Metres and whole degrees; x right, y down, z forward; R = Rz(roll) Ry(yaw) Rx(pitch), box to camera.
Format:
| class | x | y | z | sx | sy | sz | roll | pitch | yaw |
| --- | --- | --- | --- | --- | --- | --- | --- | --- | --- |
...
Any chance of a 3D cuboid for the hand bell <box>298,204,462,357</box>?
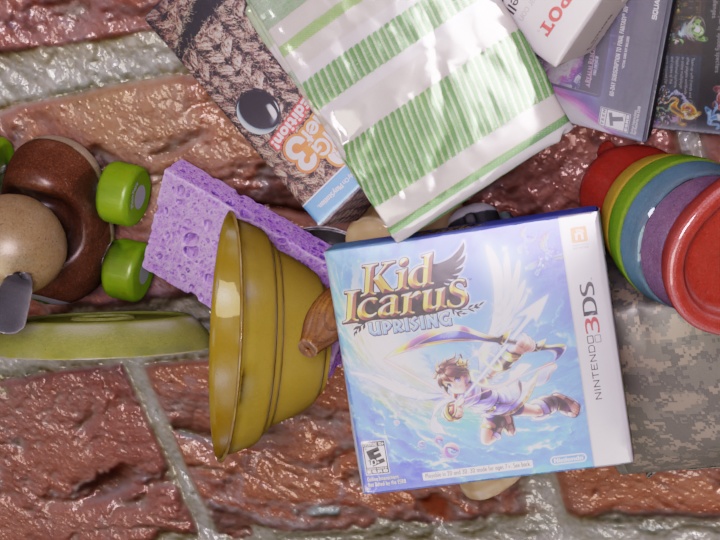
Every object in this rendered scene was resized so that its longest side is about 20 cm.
| class | x | y | z | sx | sy | sz | roll | pitch | yaw |
| --- | --- | --- | --- | --- | --- | --- | --- | --- | --- |
| hand bell | 0.000 | 0.000 | 1.179 | 0.104 | 0.200 | 0.105 | 14 | 129 | 17 |

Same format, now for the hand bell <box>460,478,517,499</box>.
| class | x | y | z | sx | sy | sz | roll | pitch | yaw |
| --- | --- | --- | --- | --- | --- | --- | --- | --- | --- |
| hand bell | 0.053 | 0.092 | 1.259 | 0.200 | 0.104 | 0.104 | 40 | 127 | -20 |

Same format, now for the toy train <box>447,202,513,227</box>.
| class | x | y | z | sx | sy | sz | roll | pitch | yaw |
| --- | --- | --- | --- | --- | --- | --- | --- | --- | --- |
| toy train | 0.117 | 0.042 | 1.182 | 0.085 | 0.114 | 0.201 | -17 | 76 | 8 |

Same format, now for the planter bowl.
| class | x | y | z | sx | sy | sz | roll | pitch | yaw |
| --- | --- | --- | --- | --- | --- | --- | --- | --- | --- |
| planter bowl | -0.070 | 0.054 | 1.215 | 0.083 | 0.201 | 0.201 | 2 | 127 | -12 |

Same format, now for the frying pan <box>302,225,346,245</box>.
| class | x | y | z | sx | sy | sz | roll | pitch | yaw |
| --- | --- | --- | --- | --- | --- | --- | --- | --- | --- |
| frying pan | -0.056 | -0.010 | 1.310 | 0.190 | 0.031 | 0.115 | 41 | 125 | -12 |

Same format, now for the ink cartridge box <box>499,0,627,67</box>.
| class | x | y | z | sx | sy | sz | roll | pitch | yaw |
| --- | --- | --- | --- | --- | --- | --- | --- | --- | --- |
| ink cartridge box | 0.104 | -0.254 | 1.014 | 0.200 | 0.084 | 0.146 | 38 | 118 | 10 |

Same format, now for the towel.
| class | x | y | z | sx | sy | sz | roll | pitch | yaw |
| --- | --- | --- | --- | --- | --- | --- | --- | --- | --- |
| towel | 0.031 | -0.140 | 1.009 | 0.152 | 0.023 | 0.201 | -32 | 91 | 15 |

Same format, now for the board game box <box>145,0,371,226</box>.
| class | x | y | z | sx | sy | sz | roll | pitch | yaw |
| --- | --- | --- | --- | --- | --- | --- | --- | --- | --- |
| board game box | -0.024 | -0.159 | 1.090 | 0.159 | 0.097 | 0.200 | -43 | 82 | 15 |

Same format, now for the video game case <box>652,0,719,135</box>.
| class | x | y | z | sx | sy | sz | roll | pitch | yaw |
| --- | --- | --- | --- | --- | --- | --- | --- | --- | --- |
| video game case | 0.223 | -0.194 | 1.083 | 0.181 | 0.023 | 0.201 | 8 | 123 | 17 |

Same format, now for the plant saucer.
| class | x | y | z | sx | sy | sz | roll | pitch | yaw |
| --- | --- | --- | --- | --- | --- | --- | --- | --- | --- |
| plant saucer | -0.226 | 0.055 | 1.331 | 0.199 | 0.200 | 0.031 | 0 | 92 | 21 |

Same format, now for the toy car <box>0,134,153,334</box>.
| class | x | y | z | sx | sy | sz | roll | pitch | yaw |
| --- | --- | --- | --- | --- | --- | --- | --- | --- | --- |
| toy car | -0.291 | -0.009 | 1.290 | 0.163 | 0.200 | 0.158 | 12 | 125 | 14 |

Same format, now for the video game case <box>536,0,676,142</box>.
| class | x | y | z | sx | sy | sz | roll | pitch | yaw |
| --- | --- | --- | --- | --- | --- | --- | --- | --- | --- |
| video game case | 0.126 | -0.183 | 1.104 | 0.199 | 0.019 | 0.143 | 17 | 127 | 18 |

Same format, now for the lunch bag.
| class | x | y | z | sx | sy | sz | roll | pitch | yaw |
| --- | --- | --- | --- | --- | --- | --- | --- | --- | --- |
| lunch bag | 0.261 | 0.075 | 1.183 | 0.163 | 0.118 | 0.201 | -6 | 124 | 24 |

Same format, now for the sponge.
| class | x | y | z | sx | sy | sz | roll | pitch | yaw |
| --- | --- | --- | --- | --- | --- | --- | --- | --- | --- |
| sponge | -0.090 | -0.001 | 1.296 | 0.199 | 0.030 | 0.112 | 31 | 128 | 13 |

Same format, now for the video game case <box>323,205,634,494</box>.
| class | x | y | z | sx | sy | sz | roll | pitch | yaw |
| --- | --- | --- | --- | --- | --- | --- | --- | --- | --- |
| video game case | 0.085 | 0.058 | 1.088 | 0.199 | 0.045 | 0.182 | -8 | 95 | 9 |

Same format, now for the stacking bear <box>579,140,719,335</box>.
| class | x | y | z | sx | sy | sz | roll | pitch | yaw |
| --- | --- | --- | --- | --- | --- | --- | --- | --- | --- |
| stacking bear | 0.225 | -0.037 | 1.090 | 0.113 | 0.200 | 0.122 | -20 | 113 | -10 |
